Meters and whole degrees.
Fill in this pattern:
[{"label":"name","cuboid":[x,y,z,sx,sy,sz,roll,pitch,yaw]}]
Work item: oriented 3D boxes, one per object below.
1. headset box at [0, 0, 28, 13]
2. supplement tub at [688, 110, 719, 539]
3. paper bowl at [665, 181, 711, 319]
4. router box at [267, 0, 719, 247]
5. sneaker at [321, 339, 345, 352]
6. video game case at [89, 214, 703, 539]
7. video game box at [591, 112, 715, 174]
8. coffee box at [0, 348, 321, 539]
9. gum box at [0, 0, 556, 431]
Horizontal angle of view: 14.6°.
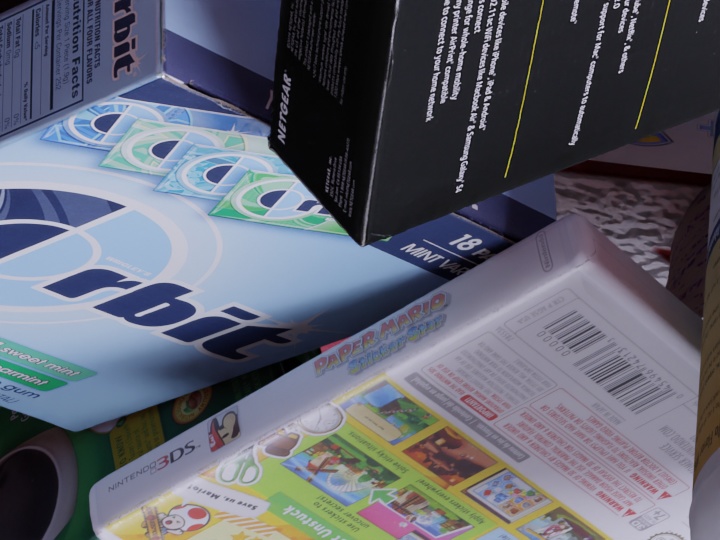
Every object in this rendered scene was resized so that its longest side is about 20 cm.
[{"label":"headset box","cuboid":[-0.123,-0.150,0.752,0.199,0.075,0.149,10,131,4]},{"label":"supplement tub","cuboid":[0.165,0.032,0.779,0.144,0.201,0.145,6,150,4]},{"label":"paper bowl","cuboid":[0.201,0.044,0.976,0.200,0.105,0.201,9,151,5]},{"label":"router box","cuboid":[0.058,-0.113,0.673,0.149,0.051,0.201,-21,140,-28]},{"label":"sneaker","cuboid":[0.000,0.000,1.030,0.086,0.074,0.200,25,147,6]},{"label":"video game case","cuboid":[0.046,0.074,0.880,0.182,0.023,0.200,-30,139,22]},{"label":"video game box","cuboid":[0.098,-0.094,0.835,0.199,0.047,0.182,7,152,10]},{"label":"coffee box","cuboid":[-0.098,0.075,0.949,0.200,0.123,0.044,-39,124,14]},{"label":"gum box","cuboid":[-0.072,-0.016,0.815,0.199,0.045,0.170,-19,151,36]}]
